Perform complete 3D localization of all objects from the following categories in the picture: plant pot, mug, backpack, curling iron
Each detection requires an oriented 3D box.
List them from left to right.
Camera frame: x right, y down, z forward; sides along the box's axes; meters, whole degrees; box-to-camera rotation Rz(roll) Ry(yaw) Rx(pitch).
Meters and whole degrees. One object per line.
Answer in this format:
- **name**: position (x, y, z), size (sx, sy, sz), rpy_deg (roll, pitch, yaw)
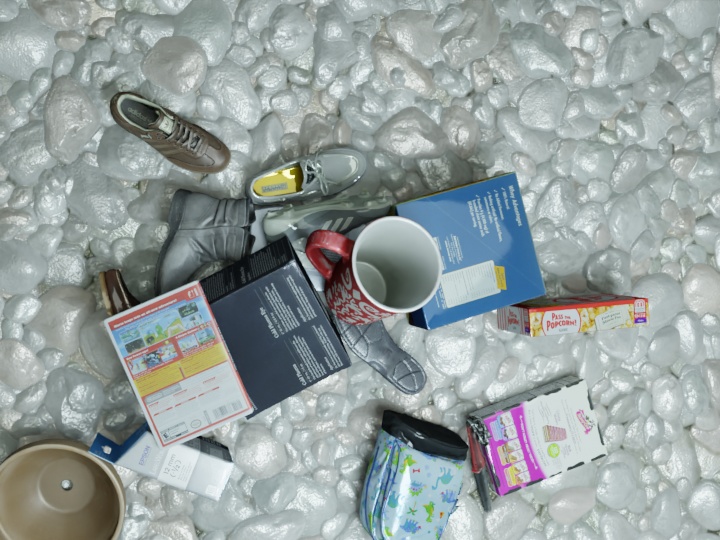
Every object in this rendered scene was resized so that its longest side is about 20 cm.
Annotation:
- **plant pot**: position (-0.443, 0.336, 1.325), size (0.199, 0.093, 0.203), rpy_deg (-1, 100, -5)
- **mug**: position (0.010, -0.005, 1.313), size (0.133, 0.200, 0.178), rpy_deg (-41, 91, -20)
- **backpack**: position (0.078, 0.349, 1.416), size (0.162, 0.154, 0.201), rpy_deg (25, 99, -25)
- **curling iron**: position (0.195, 0.318, 1.446), size (0.025, 0.050, 0.201), rpy_deg (-19, 122, -18)

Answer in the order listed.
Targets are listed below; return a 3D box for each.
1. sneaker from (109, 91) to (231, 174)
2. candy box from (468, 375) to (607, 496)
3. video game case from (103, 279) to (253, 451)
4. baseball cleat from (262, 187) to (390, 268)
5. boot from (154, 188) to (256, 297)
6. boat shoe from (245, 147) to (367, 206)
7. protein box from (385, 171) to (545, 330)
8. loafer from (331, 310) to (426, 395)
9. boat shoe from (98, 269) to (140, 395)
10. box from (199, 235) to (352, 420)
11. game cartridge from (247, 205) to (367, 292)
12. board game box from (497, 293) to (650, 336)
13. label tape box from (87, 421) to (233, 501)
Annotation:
- **sneaker**: position (-0.291, -0.206, 1.360), size (0.199, 0.076, 0.071), rpy_deg (25, 86, -10)
- **candy box**: position (0.294, 0.272, 1.485), size (0.198, 0.061, 0.137), rpy_deg (-18, 94, -9)
- **video game case**: position (-0.252, 0.133, 1.247), size (0.142, 0.017, 0.201), rpy_deg (-23, 95, 0)
- **baseball cleat**: position (-0.048, -0.062, 1.377), size (0.198, 0.070, 0.107), rpy_deg (-7, 112, 4)
- **boot**: position (-0.234, -0.022, 1.363), size (0.130, 0.070, 0.202), rpy_deg (11, 90, 4)
- **boat shoe**: position (-0.081, -0.149, 1.395), size (0.200, 0.086, 0.075), rpy_deg (-12, 93, -10)
- **protein box**: position (0.158, -0.031, 1.417), size (0.198, 0.135, 0.200), rpy_deg (-16, 93, -10)
- **loafer**: position (0.021, 0.123, 1.432), size (0.072, 0.063, 0.200), rpy_deg (-45, 96, -18)
- **boat shoe**: position (-0.338, 0.089, 1.361), size (0.070, 0.070, 0.202), rpy_deg (-17, 102, -3)
- **box**: position (-0.140, 0.085, 1.337), size (0.181, 0.104, 0.201), rpy_deg (-27, 116, -1)
- **game cartridge**: position (-0.082, -0.034, 1.424), size (0.198, 0.040, 0.135), rpy_deg (9, 93, -11)
- **board game box**: position (0.340, 0.071, 1.445), size (0.198, 0.151, 0.047), rpy_deg (-5, 92, -11)
- **label tape box**: position (-0.294, 0.267, 1.332), size (0.199, 0.143, 0.067), rpy_deg (25, 84, -10)
